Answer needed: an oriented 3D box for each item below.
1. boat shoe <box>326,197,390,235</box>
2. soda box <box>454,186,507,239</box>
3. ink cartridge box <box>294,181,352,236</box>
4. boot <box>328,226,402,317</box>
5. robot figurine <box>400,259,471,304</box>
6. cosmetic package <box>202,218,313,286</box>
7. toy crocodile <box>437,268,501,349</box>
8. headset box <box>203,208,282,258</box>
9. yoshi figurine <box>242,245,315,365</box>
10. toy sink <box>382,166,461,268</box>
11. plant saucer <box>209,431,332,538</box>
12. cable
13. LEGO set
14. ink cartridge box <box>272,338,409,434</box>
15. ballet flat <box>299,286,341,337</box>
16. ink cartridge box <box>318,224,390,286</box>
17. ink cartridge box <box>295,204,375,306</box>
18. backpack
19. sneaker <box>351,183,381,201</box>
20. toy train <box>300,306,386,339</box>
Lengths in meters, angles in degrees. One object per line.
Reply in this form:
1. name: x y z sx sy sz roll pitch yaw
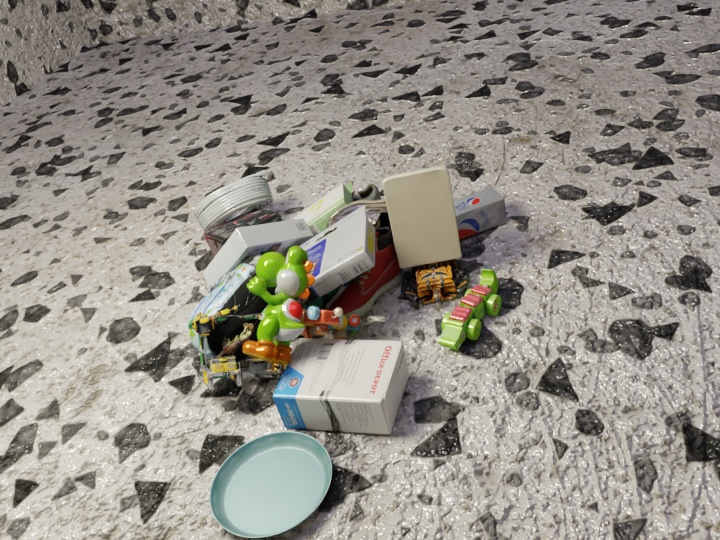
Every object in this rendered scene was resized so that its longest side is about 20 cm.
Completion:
1. boat shoe: 0.024 -0.107 1.563 0.196 0.075 0.074 -18 35 -2
2. soda box: 0.221 -0.114 1.631 0.197 0.064 0.068 -20 33 -9
3. ink cartridge box: -0.085 -0.144 1.696 0.144 0.048 0.201 -33 26 14
4. boot: 0.000 0.000 1.478 0.072 0.146 0.199 22 49 39
5. robot figurine: 0.148 -0.006 1.507 0.142 0.059 0.201 -11 34 7
6. cosmetic package: -0.212 -0.035 1.544 0.198 0.151 0.052 -15 67 -51
7. toy crocodile: 0.205 0.073 1.372 0.067 0.063 0.200 15 44 36
8. headset box: -0.269 -0.077 1.711 0.147 0.076 0.199 -28 18 -20
9. yoshi figurine: -0.151 0.053 1.278 0.110 0.204 0.112 18 -9 -16
10. toy sink: 0.120 -0.126 1.458 0.128 0.203 0.113 -11 33 7
11. plant saucer: -0.137 0.337 1.154 0.196 0.028 0.202 -10 35 7
12. cable: -0.309 -0.160 1.810 0.198 0.070 0.199 -27 -3 -35
13. LEGO set: -0.209 0.138 1.320 0.196 0.157 0.116 4 0 -20
14. ink cartridge box: -0.029 0.195 1.263 0.196 0.085 0.147 0 37 20
15. ballet flat: -0.092 0.048 1.490 0.068 0.068 0.202 -19 34 52
16. ink cartridge box: 0.000 -0.059 1.629 0.199 0.068 0.115 -34 38 -25
17. ink cartridge box: -0.060 -0.024 1.427 0.196 0.047 0.201 -31 22 18
18. backpack: -0.241 0.090 1.443 0.152 0.164 0.202 2 48 35
19. sneaker: -0.035 -0.141 1.750 0.198 0.080 0.074 -31 38 -20
20. toy train: -0.048 0.104 1.347 0.148 0.057 0.198 -4 -11 40
